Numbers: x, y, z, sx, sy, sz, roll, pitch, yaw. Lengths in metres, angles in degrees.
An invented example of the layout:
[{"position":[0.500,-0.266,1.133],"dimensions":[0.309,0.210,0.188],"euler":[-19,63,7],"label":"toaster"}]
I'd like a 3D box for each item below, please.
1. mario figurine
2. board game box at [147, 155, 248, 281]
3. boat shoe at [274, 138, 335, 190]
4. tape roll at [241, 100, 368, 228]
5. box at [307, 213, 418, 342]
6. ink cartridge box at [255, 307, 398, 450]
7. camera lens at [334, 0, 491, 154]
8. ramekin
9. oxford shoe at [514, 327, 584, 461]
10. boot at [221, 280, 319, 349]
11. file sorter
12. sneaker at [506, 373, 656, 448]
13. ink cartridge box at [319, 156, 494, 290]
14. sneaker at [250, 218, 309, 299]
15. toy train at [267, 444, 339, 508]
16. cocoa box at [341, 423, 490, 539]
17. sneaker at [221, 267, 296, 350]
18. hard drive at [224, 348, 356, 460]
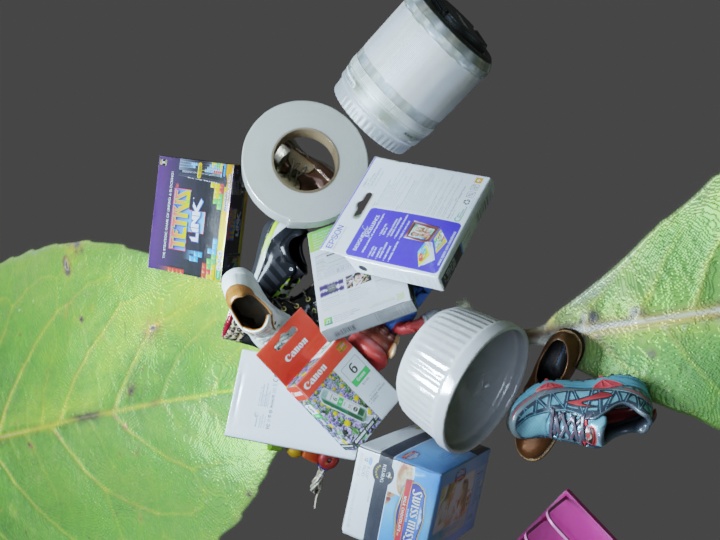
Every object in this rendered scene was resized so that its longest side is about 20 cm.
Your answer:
[{"position":[0.053,0.070,1.446],"dimensions":[0.201,0.106,0.123],"euler":[-56,31,6],"label":"mario figurine"},{"position":[-0.281,-0.091,1.619],"dimensions":[0.164,0.057,0.201],"euler":[9,95,27],"label":"board game box"},{"position":[-0.107,-0.162,1.516],"dimensions":[0.200,0.072,0.076],"euler":[39,108,22],"label":"boat shoe"},{"position":[-0.087,-0.166,1.460],"dimensions":[0.201,0.037,0.204],"euler":[2,76,-9],"label":"tape roll"},{"position":[0.000,0.000,1.402],"dimensions":[0.144,0.036,0.201],"euler":[-19,49,11],"label":"box"},{"position":[-0.046,0.158,1.379],"dimensions":[0.200,0.109,0.050],"euler":[47,156,-9],"label":"ink cartridge box"},{"position":[0.079,-0.292,1.365],"dimensions":[0.200,0.160,0.160],"euler":[-44,71,21],"label":"camera lens"},{"position":[0.140,0.147,1.322],"dimensions":[0.105,0.200,0.201],"euler":[29,104,34],"label":"ramekin"},{"position":[0.257,0.179,1.326],"dimensions":[0.071,0.071,0.201],"euler":[19,101,25],"label":"oxford shoe"},{"position":[-0.122,0.053,1.486],"dimensions":[0.150,0.073,0.201],"euler":[20,111,-17],"label":"boot"},{"position":[0.256,0.434,1.297],"dimensions":[0.139,0.125,0.200],"euler":[46,110,20],"label":"file sorter"},{"position":[0.296,0.194,1.249],"dimensions":[0.199,0.096,0.080],"euler":[-13,117,4],"label":"sneaker"},{"position":[0.070,-0.074,1.377],"dimensions":[0.199,0.044,0.199],"euler":[14,58,27],"label":"ink cartridge box"},{"position":[-0.131,0.008,1.530],"dimensions":[0.082,0.072,0.201],"euler":[13,97,27],"label":"sneaker"},{"position":[-0.097,0.281,1.479],"dimensions":[0.115,0.085,0.201],"euler":[13,99,-18],"label":"toy train"},{"position":[0.085,0.314,1.345],"dimensions":[0.131,0.200,0.134],"euler":[15,98,26],"label":"cocoa box"},{"position":[-0.144,0.091,1.413],"dimensions":[0.073,0.200,0.085],"euler":[-33,32,10],"label":"sneaker"},{"position":[-0.095,0.204,1.419],"dimensions":[0.199,0.025,0.133],"euler":[12,74,-5],"label":"hard drive"}]
